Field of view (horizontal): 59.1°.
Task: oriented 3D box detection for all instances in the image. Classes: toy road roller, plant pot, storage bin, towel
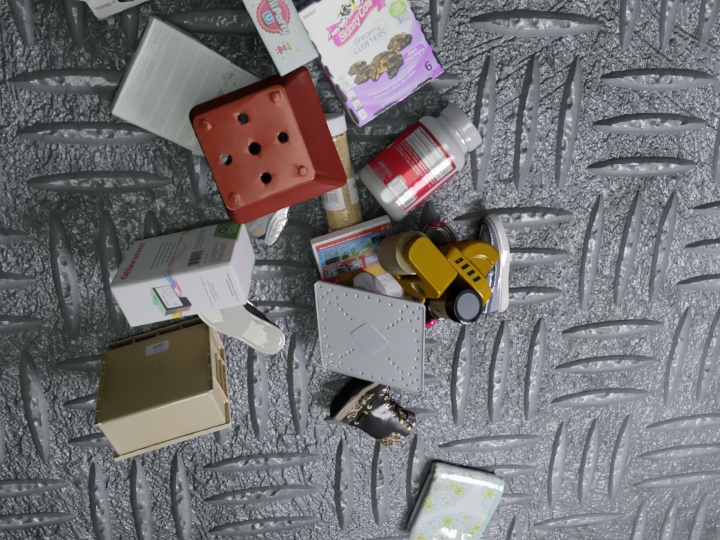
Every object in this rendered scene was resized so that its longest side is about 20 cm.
[{"bbox_3d":[0.141,-0.013,1.075,0.200,0.123,0.146,45,74,-16],"label":"toy road roller"},{"bbox_3d":[-0.145,-0.182,0.939,0.198,0.176,0.201,-20,101,4],"label":"plant pot"},{"bbox_3d":[-0.340,0.194,1.102,0.198,0.199,0.094,-16,130,-4],"label":"storage bin"},{"bbox_3d":[0.209,0.526,1.406,0.170,0.048,0.202,15,107,-16],"label":"towel"}]

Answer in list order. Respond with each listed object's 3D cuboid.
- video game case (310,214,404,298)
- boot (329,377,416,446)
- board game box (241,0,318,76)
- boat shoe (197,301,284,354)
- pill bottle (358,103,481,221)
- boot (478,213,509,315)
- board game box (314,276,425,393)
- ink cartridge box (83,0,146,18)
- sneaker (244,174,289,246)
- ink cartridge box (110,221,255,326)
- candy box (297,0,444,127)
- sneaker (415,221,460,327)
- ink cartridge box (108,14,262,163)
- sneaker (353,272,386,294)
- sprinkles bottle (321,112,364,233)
[{"bbox_3d":[0.000,0.000,1.145,0.142,0.018,0.201,-18,135,-4],"label":"video game case"},{"bbox_3d":[0.053,0.257,1.256,0.150,0.073,0.200,37,108,-21],"label":"boot"},{"bbox_3d":[-0.129,-0.370,0.919,0.064,0.200,0.148,-27,113,0],"label":"board game box"},{"bbox_3d":[-0.225,0.081,1.150,0.199,0.060,0.074,33,88,-22],"label":"boat shoe"},{"bbox_3d":[0.103,-0.186,1.080,0.200,0.112,0.112,-39,112,5],"label":"pill bottle"},{"bbox_3d":[0.226,-0.002,1.193,0.089,0.073,0.202,-14,113,-11],"label":"boot"},{"bbox_3d":[0.020,0.113,1.115,0.198,0.026,0.201,11,127,20],"label":"board game box"},{"bbox_3d":[-0.360,-0.470,0.879,0.128,0.125,0.201,-23,112,-1],"label":"ink cartridge box"},{"bbox_3d":[-0.142,-0.141,1.075,0.079,0.074,0.201,23,105,-12],"label":"sneaker"},{"bbox_3d":[-0.285,0.002,1.043,0.198,0.145,0.085,-11,122,5],"label":"ink cartridge box"},{"bbox_3d":[0.011,-0.364,1.017,0.167,0.072,0.201,-33,113,3],"label":"candy box"},{"bbox_3d":[0.141,0.008,1.167,0.080,0.075,0.202,6,111,19],"label":"sneaker"},{"bbox_3d":[-0.276,-0.285,1.021,0.199,0.050,0.163,22,105,-36],"label":"ink cartridge box"},{"bbox_3d":[0.015,0.092,1.169,0.114,0.075,0.200,-32,133,10],"label":"sneaker"},{"bbox_3d":[-0.043,-0.163,1.086,0.068,0.068,0.202,-13,113,-5],"label":"sprinkles bottle"}]
